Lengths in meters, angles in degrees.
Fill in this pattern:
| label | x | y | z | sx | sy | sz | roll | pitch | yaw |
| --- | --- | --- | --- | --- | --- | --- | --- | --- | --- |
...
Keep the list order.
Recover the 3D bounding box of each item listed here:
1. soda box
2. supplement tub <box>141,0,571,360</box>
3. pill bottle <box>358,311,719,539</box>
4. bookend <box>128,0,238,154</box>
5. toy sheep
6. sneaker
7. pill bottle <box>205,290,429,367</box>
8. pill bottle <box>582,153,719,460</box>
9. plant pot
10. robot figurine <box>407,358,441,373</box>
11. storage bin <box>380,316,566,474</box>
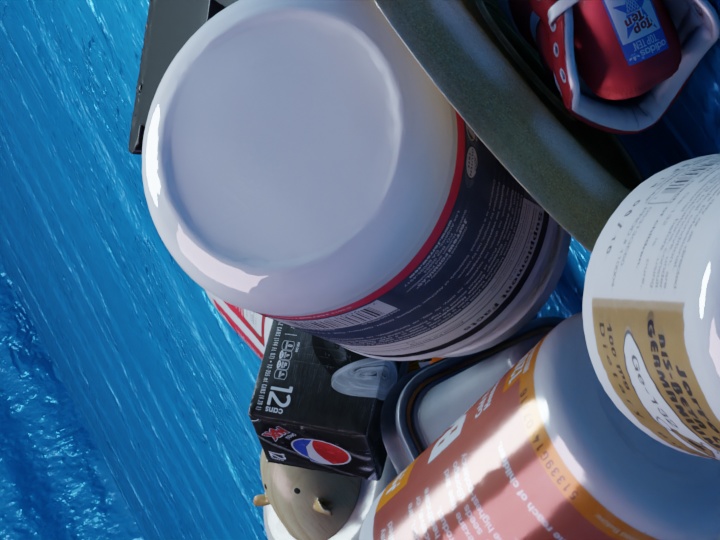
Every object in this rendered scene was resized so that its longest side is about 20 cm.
| label | x | y | z | sx | sy | sz | roll | pitch | yaw |
| --- | --- | --- | --- | --- | --- | --- | --- | --- | --- |
| soda box | 0.000 | 0.000 | 1.483 | 0.071 | 0.063 | 0.201 | 75 | -153 | -65 |
| supplement tub | 0.005 | -0.037 | 1.278 | 0.141 | 0.140 | 0.200 | 62 | -165 | 20 |
| pill bottle | 0.069 | 0.114 | 1.256 | 0.200 | 0.112 | 0.112 | -46 | 63 | 38 |
| bookend | -0.030 | -0.127 | 1.397 | 0.200 | 0.092 | 0.200 | -141 | 58 | -65 |
| toy sheep | 0.020 | 0.130 | 1.616 | 0.200 | 0.138 | 0.138 | 26 | -162 | -39 |
| sneaker | 0.082 | -0.140 | 1.132 | 0.113 | 0.071 | 0.200 | 60 | 174 | 44 |
| pill bottle | -0.017 | 0.018 | 1.749 | 0.200 | 0.112 | 0.113 | 44 | 154 | 61 |
| pill bottle | 0.157 | 0.014 | 0.995 | 0.115 | 0.114 | 0.200 | 68 | 168 | -5 |
| plant pot | 0.062 | -0.082 | 1.220 | 0.200 | 0.027 | 0.200 | 48 | -168 | -14 |
| robot figurine | 0.004 | -0.019 | 1.587 | 0.058 | 0.145 | 0.200 | -52 | 56 | 39 |
| storage bin | 0.106 | 0.111 | 1.376 | 0.201 | 0.145 | 0.134 | 64 | 157 | 9 |
